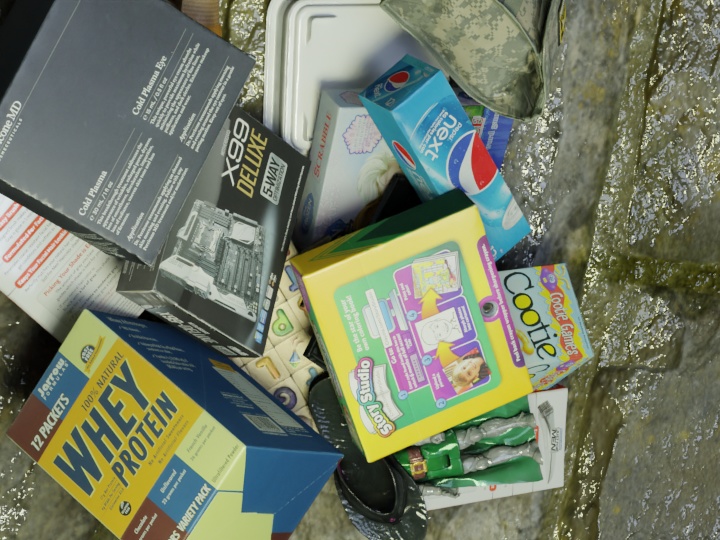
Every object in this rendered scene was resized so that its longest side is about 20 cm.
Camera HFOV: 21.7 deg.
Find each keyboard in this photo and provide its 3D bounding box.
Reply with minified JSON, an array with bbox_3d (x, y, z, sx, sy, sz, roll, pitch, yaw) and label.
[{"bbox_3d":[0.000,0.000,1.773,0.104,0.040,0.201,38,73,-38],"label":"keyboard"}]

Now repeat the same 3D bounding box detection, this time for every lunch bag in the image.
[{"bbox_3d":[0.129,-0.260,1.774,0.200,0.117,0.165,42,45,-31],"label":"lunch bag"}]

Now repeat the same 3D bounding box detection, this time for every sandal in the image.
[{"bbox_3d":[0.003,0.192,1.807,0.075,0.048,0.201,-24,108,7],"label":"sandal"}]

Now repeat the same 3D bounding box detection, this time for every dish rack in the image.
[{"bbox_3d":[0.005,-0.188,1.803,0.199,0.043,0.173,-5,105,-29],"label":"dish rack"}]

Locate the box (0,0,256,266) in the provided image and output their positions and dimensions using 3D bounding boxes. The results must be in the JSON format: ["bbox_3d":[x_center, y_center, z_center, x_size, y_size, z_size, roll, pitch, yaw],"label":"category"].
[{"bbox_3d":[-0.220,-0.136,1.560,0.182,0.104,0.201,32,81,-29],"label":"box"}]

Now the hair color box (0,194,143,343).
[{"bbox_3d":[-0.279,-0.021,1.667,0.111,0.064,0.200,-49,122,-8],"label":"hair color box"}]

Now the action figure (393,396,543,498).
[{"bbox_3d":[0.078,0.184,1.858,0.199,0.055,0.119,-14,108,-1],"label":"action figure"}]

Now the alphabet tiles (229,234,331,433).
[{"bbox_3d":[-0.068,0.064,1.792,0.166,0.006,0.201,-30,107,-1],"label":"alphabet tiles"}]

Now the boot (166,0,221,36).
[{"bbox_3d":[-0.221,-0.207,1.660,0.200,0.071,0.145,4,117,-16],"label":"boot"}]

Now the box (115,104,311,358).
[{"bbox_3d":[-0.129,-0.043,1.684,0.158,0.050,0.201,36,61,-47],"label":"box"}]

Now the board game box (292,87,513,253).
[{"bbox_3d":[0.039,-0.079,1.819,0.198,0.041,0.201,-5,123,-28],"label":"board game box"}]

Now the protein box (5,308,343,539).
[{"bbox_3d":[-0.160,0.153,1.655,0.135,0.200,0.198,-56,156,8],"label":"protein box"}]

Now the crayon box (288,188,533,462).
[{"bbox_3d":[0.048,0.051,1.719,0.172,0.058,0.201,-22,114,-7],"label":"crayon box"}]

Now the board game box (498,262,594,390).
[{"bbox_3d":[0.114,0.068,1.874,0.199,0.105,0.104,-7,70,-27],"label":"board game box"}]

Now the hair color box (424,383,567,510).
[{"bbox_3d":[0.115,0.179,1.949,0.199,0.064,0.112,-6,105,-26],"label":"hair color box"}]

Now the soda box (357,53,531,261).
[{"bbox_3d":[0.080,-0.099,1.744,0.064,0.068,0.200,-40,123,-11],"label":"soda box"}]
